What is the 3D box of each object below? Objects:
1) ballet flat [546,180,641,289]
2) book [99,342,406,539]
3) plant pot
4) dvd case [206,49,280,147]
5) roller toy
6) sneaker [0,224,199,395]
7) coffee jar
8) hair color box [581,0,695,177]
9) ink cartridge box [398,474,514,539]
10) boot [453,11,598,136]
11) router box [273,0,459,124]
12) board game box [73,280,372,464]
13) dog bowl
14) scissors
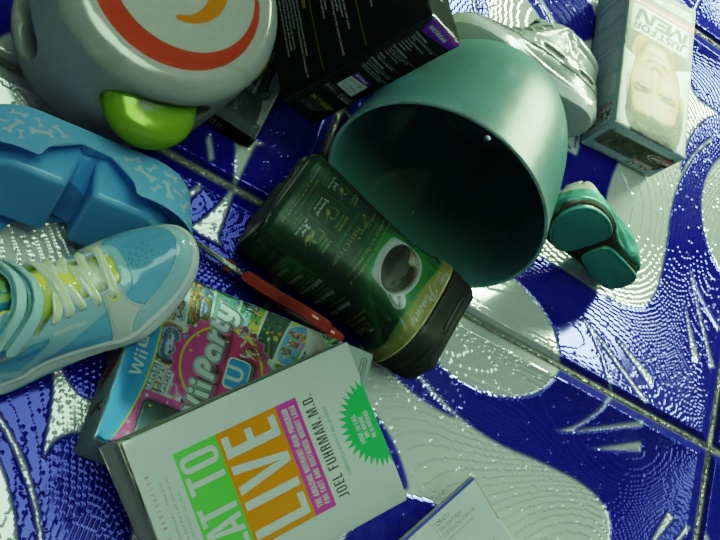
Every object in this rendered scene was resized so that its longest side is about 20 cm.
[{"bbox_3d":[0.219,-0.045,1.074,0.200,0.067,0.071,37,38,-54],"label":"ballet flat"},{"bbox_3d":[-0.072,0.150,0.817,0.200,0.048,0.134,-22,90,-34],"label":"book"},{"bbox_3d":[0.094,-0.111,0.990,0.201,0.201,0.161,41,49,-11],"label":"plant pot"},{"bbox_3d":[-0.122,-0.229,1.004,0.150,0.025,0.200,32,59,-16],"label":"dvd case"},{"bbox_3d":[-0.170,-0.197,0.869,0.183,0.140,0.200,51,54,-11],"label":"roller toy"},{"bbox_3d":[-0.209,0.016,0.763,0.200,0.131,0.080,-31,73,-7],"label":"sneaker"},{"bbox_3d":[0.000,0.000,0.955,0.200,0.085,0.104,40,58,-11],"label":"coffee jar"},{"bbox_3d":[0.309,-0.215,1.221,0.099,0.061,0.200,22,64,-22],"label":"hair color box"},{"bbox_3d":[0.075,0.309,0.916,0.198,0.047,0.200,-34,89,-32],"label":"ink cartridge box"},{"bbox_3d":[0.167,-0.226,1.147,0.200,0.074,0.096,32,54,-26],"label":"boot"},{"bbox_3d":[-0.009,-0.245,0.946,0.051,0.149,0.200,31,41,-51],"label":"router box"},{"bbox_3d":[-0.103,0.104,0.874,0.200,0.064,0.148,23,63,-19],"label":"board game box"},{"bbox_3d":[-0.219,-0.060,0.843,0.200,0.111,0.050,22,50,-21],"label":"dog bowl"},{"bbox_3d":[-0.100,0.005,0.934,0.200,0.073,0.014,31,85,9],"label":"scissors"}]
